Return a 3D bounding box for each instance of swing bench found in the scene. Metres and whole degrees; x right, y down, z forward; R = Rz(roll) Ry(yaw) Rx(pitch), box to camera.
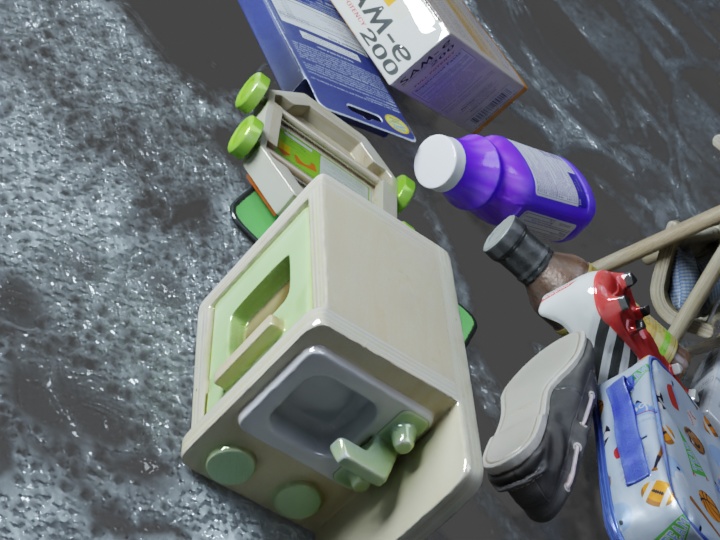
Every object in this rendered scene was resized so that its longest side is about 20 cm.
[{"bbox_3d":[0.338,-0.021,1.389,0.130,0.200,0.198,53,28,16],"label":"swing bench"}]

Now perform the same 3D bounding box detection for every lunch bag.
[{"bbox_3d":[0.229,0.163,1.093,0.160,0.075,0.200,46,23,-24],"label":"lunch bag"}]

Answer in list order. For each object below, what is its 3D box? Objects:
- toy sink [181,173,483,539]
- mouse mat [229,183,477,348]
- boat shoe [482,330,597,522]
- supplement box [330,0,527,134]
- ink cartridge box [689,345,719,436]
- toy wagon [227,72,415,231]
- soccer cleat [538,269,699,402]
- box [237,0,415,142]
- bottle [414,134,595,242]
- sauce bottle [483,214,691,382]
[{"bbox_3d":[-0.022,0.064,0.847,0.112,0.130,0.201,31,31,-25],"label":"toy sink"},{"bbox_3d":[0.000,0.000,1.102,0.200,0.008,0.161,45,26,-1],"label":"mouse mat"},{"bbox_3d":[0.137,0.112,1.083,0.057,0.067,0.200,57,30,-11],"label":"boat shoe"},{"bbox_3d":[0.062,-0.213,1.377,0.126,0.073,0.200,57,17,23],"label":"supplement box"},{"bbox_3d":[0.376,0.173,1.339,0.200,0.047,0.160,43,26,1],"label":"ink cartridge box"},{"bbox_3d":[-0.029,-0.062,1.100,0.155,0.040,0.201,34,29,-19],"label":"toy wagon"},{"bbox_3d":[0.214,0.090,1.212,0.201,0.085,0.069,61,34,-19],"label":"soccer cleat"},{"bbox_3d":[-0.035,-0.184,1.281,0.121,0.032,0.201,16,37,-44],"label":"box"},{"bbox_3d":[0.128,-0.077,1.324,0.199,0.065,0.084,11,41,-48],"label":"bottle"},{"bbox_3d":[0.190,0.032,1.259,0.200,0.065,0.065,39,27,-10],"label":"sauce bottle"}]
